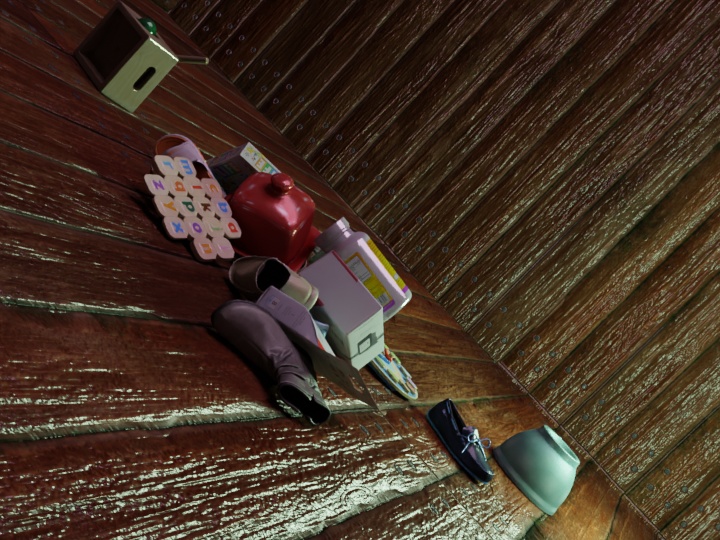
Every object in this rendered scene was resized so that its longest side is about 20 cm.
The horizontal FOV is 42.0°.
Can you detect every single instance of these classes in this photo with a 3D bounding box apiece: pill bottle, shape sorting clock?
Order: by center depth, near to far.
[{"bbox_3d":[0.000,0.000,1.764,0.200,0.104,0.104,53,7,-5],"label":"pill bottle"},{"bbox_3d":[0.054,0.190,1.965,0.200,0.039,0.200,44,8,-8],"label":"shape sorting clock"}]

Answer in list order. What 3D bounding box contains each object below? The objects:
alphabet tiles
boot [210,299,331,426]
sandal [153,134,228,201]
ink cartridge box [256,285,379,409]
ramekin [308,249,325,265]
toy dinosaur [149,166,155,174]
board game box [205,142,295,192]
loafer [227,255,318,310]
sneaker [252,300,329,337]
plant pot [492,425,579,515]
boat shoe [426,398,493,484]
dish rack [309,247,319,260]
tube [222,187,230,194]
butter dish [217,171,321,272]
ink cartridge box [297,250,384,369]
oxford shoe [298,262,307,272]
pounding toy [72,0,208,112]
[{"bbox_3d":[-0.284,-0.105,1.589,0.195,0.015,0.201,-7,67,-61],"label":"alphabet tiles"},{"bbox_3d":[-0.118,0.128,1.313,0.200,0.068,0.131,41,9,-31],"label":"boot"},{"bbox_3d":[-0.327,-0.187,1.804,0.207,0.079,0.059,49,6,13],"label":"sandal"},{"bbox_3d":[-0.054,0.118,1.420,0.199,0.047,0.160,29,-19,27],"label":"ink cartridge box"},{"bbox_3d":[-0.018,0.025,1.913,0.200,0.097,0.200,52,-3,4],"label":"ramekin"},{"bbox_3d":[-0.327,-0.123,1.639,0.105,0.061,0.200,7,28,-27],"label":"toy dinosaur"},{"bbox_3d":[-0.228,-0.183,1.885,0.134,0.034,0.199,43,-24,-22],"label":"board game box"},{"bbox_3d":[-0.149,0.011,1.520,0.199,0.076,0.068,16,-27,42],"label":"loafer"},{"bbox_3d":[-0.125,0.052,1.604,0.200,0.082,0.074,47,8,18],"label":"sneaker"},{"bbox_3d":[0.426,0.449,2.197,0.200,0.134,0.200,43,8,-8],"label":"plant pot"},{"bbox_3d":[0.206,0.336,1.886,0.200,0.069,0.084,50,10,32],"label":"boat shoe"},{"bbox_3d":[-0.061,0.004,2.288,0.153,0.055,0.200,45,10,10],"label":"dish rack"},{"bbox_3d":[-0.315,-0.169,1.918,0.200,0.050,0.077,40,-7,-1],"label":"tube"},{"bbox_3d":[-0.164,-0.113,1.733,0.199,0.148,0.200,28,33,2],"label":"butter dish"},{"bbox_3d":[-0.032,0.079,1.675,0.145,0.083,0.200,49,-15,21],"label":"ink cartridge box"},{"bbox_3d":[-0.125,0.005,1.865,0.070,0.075,0.200,46,8,14],"label":"oxford shoe"},{"bbox_3d":[-0.470,-0.457,2.009,0.184,0.200,0.142,50,9,32],"label":"pounding toy"}]
